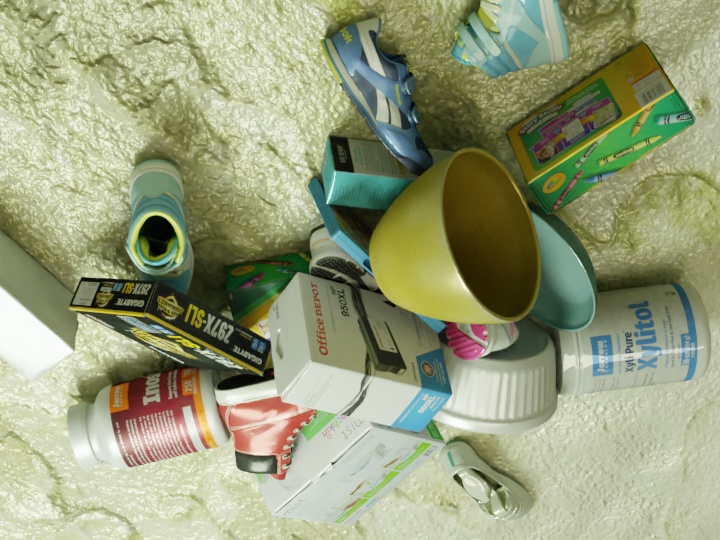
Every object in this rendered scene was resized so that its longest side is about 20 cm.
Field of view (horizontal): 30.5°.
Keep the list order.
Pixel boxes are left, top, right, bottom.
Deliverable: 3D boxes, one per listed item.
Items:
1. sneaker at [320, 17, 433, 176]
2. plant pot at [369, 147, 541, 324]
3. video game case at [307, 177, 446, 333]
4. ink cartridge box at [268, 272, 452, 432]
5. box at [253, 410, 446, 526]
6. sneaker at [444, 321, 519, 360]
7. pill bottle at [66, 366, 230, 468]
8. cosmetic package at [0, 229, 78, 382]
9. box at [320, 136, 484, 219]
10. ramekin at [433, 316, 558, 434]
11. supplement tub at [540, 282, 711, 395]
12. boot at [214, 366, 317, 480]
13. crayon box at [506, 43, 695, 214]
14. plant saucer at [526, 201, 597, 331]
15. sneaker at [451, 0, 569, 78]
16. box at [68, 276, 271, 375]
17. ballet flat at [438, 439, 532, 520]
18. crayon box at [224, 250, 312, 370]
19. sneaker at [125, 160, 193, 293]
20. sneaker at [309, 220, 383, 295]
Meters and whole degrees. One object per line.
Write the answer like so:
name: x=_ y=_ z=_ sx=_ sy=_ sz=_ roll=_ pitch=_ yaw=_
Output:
sneaker: x=0.035 y=-0.198 z=1.515 sx=0.082 sy=0.074 sz=0.201 roll=-34 pitch=108 yaw=1
plant pot: x=0.095 y=-0.023 z=1.511 sx=0.141 sy=0.201 sz=0.200 roll=-18 pitch=130 yaw=36
video game case: x=0.020 y=-0.019 z=1.612 sx=0.018 sy=0.143 sz=0.200 roll=-42 pitch=121 yaw=10
ink cartridge box: x=-0.002 y=0.100 z=1.604 sx=0.199 sy=0.145 sz=0.084 roll=15 pitch=132 yaw=-27
box: x=-0.017 y=0.248 z=1.785 sx=0.200 sy=0.097 sz=0.176 roll=-43 pitch=144 yaw=21
sneaker: x=0.145 y=0.015 z=1.650 sx=0.088 sy=0.202 sz=0.081 roll=6 pitch=161 yaw=-43
pill bottle: x=-0.278 y=0.196 z=1.738 sx=0.199 sy=0.113 sz=0.114 roll=-14 pitch=126 yaw=1
cosmetic package: x=-0.436 y=0.027 z=1.598 sx=0.081 sy=0.113 sz=0.200 roll=-33 pitch=121 yaw=14
box: x=0.056 y=-0.110 z=1.591 sx=0.198 sy=0.083 sz=0.049 roll=6 pitch=125 yaw=-12
ramekin: x=0.162 y=0.121 z=1.706 sx=0.201 sy=0.203 sz=0.095 roll=2 pitch=114 yaw=-10
supplement tub: x=0.349 y=0.091 z=1.746 sx=0.198 sy=0.132 sz=0.133 roll=-8 pitch=126 yaw=-4
boot: x=-0.075 y=0.194 z=1.697 sx=0.199 sy=0.072 sz=0.145 roll=-12 pitch=107 yaw=9
crayon box: x=0.278 y=-0.167 z=1.552 sx=0.199 sy=0.119 sz=0.058 roll=-33 pitch=123 yaw=15
plant saucer: x=0.225 y=-0.015 z=1.641 sx=0.036 sy=0.200 sz=0.201 roll=-38 pitch=129 yaw=-22
sneaker: x=0.151 y=-0.299 z=1.476 sx=0.130 sy=0.080 sz=0.201 roll=-21 pitch=124 yaw=5
box: x=-0.230 y=0.068 z=1.614 sx=0.159 sy=0.050 sz=0.200 roll=0 pitch=157 yaw=44
ballet flat: x=0.185 y=0.324 z=1.925 sx=0.069 sy=0.070 sz=0.200 roll=-36 pitch=122 yaw=17
crayon box: x=-0.098 y=0.078 z=1.715 sx=0.118 sy=0.058 sz=0.201 roll=-11 pitch=126 yaw=0
sneaker: x=-0.241 y=-0.016 z=1.575 sx=0.079 sy=0.131 sz=0.201 roll=-7 pitch=128 yaw=-3
sneaker: x=0.000 y=0.000 z=1.671 sx=0.073 sy=0.080 sz=0.200 roll=-23 pitch=144 yaw=17
